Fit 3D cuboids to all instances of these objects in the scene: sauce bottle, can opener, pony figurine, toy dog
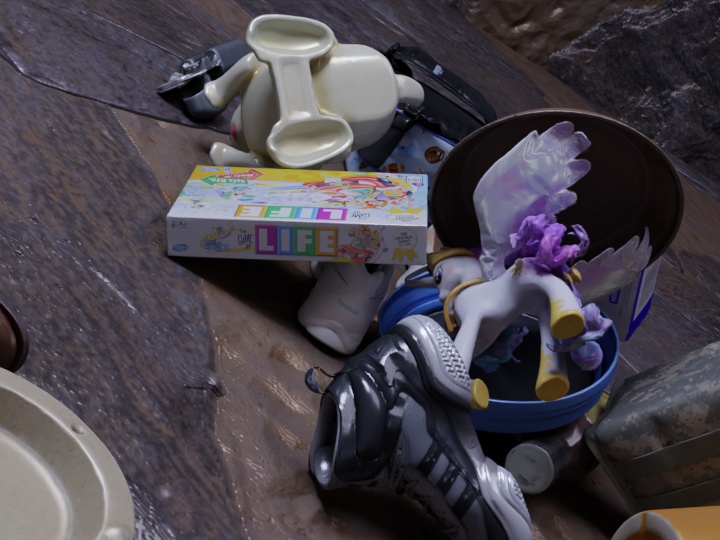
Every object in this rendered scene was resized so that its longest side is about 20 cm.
[{"bbox_3d":[0.171,0.145,1.061,0.066,0.066,0.200,42,23,17],"label":"sauce bottle"},{"bbox_3d":[-0.158,-0.200,1.345,0.200,0.053,0.067,-56,124,-71],"label":"can opener"},{"bbox_3d":[0.123,0.009,0.956,0.167,0.193,0.200,52,17,-28],"label":"pony figurine"},{"bbox_3d":[-0.057,-0.153,1.203,0.194,0.200,0.140,-18,87,-24],"label":"toy dog"}]

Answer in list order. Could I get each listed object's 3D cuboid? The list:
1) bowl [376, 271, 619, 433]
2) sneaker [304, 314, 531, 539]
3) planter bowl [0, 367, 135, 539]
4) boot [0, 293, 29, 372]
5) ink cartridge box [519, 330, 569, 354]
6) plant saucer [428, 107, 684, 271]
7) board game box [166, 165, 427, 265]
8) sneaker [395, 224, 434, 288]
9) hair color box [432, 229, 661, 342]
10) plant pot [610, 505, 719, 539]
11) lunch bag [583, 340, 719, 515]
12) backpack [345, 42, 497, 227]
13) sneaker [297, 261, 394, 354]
[{"bbox_3d":[0.113,0.064,1.055,0.200,0.039,0.201,4,31,-2],"label":"bowl"},{"bbox_3d":[0.032,0.138,0.829,0.114,0.075,0.200,-21,87,-21],"label":"sneaker"},{"bbox_3d":[-0.164,0.115,0.456,0.200,0.135,0.200,31,21,-13],"label":"planter bowl"},{"bbox_3d":[-0.265,0.037,0.569,0.186,0.064,0.200,21,17,-3],"label":"boot"},{"bbox_3d":[0.164,0.045,1.193,0.094,0.044,0.200,5,25,0],"label":"ink cartridge box"},{"bbox_3d":[0.156,-0.060,1.015,0.200,0.200,0.037,29,43,-19],"label":"plant saucer"},{"bbox_3d":[-0.045,-0.046,1.026,0.200,0.034,0.134,2,22,2],"label":"board game box"},{"bbox_3d":[0.084,-0.005,1.235,0.074,0.080,0.200,33,21,-14],"label":"sneaker"},{"bbox_3d":[0.167,-0.027,1.139,0.200,0.109,0.065,24,45,24],"label":"hair color box"},{"bbox_3d":[0.264,0.237,0.843,0.183,0.200,0.200,13,26,-16],"label":"plant pot"},{"bbox_3d":[0.305,0.166,1.015,0.200,0.164,0.118,57,36,-8],"label":"lunch bag"},{"bbox_3d":[0.080,-0.131,1.413,0.190,0.154,0.200,21,29,-17],"label":"backpack"},{"bbox_3d":[0.000,0.000,1.082,0.070,0.080,0.200,31,18,-9],"label":"sneaker"}]
